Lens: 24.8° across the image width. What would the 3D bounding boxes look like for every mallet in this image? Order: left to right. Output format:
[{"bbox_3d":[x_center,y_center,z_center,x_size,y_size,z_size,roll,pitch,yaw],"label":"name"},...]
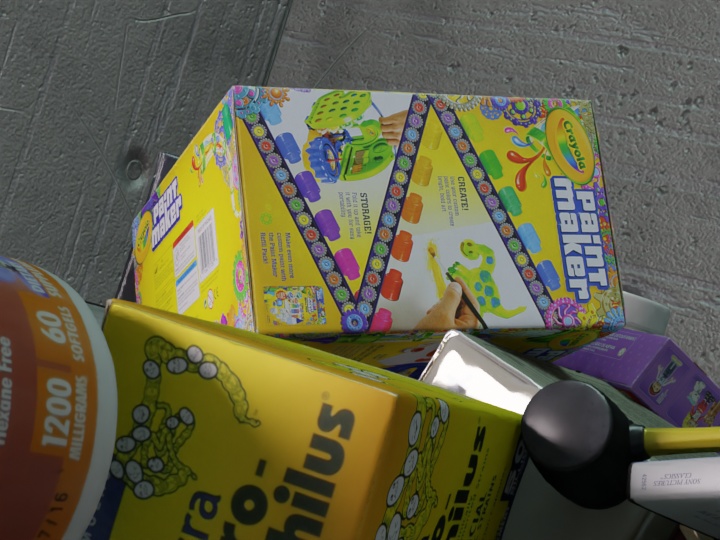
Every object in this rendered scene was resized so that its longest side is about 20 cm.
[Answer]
[{"bbox_3d":[0.158,0.061,0.624,0.200,0.041,0.066,-8,-25,27],"label":"mallet"}]

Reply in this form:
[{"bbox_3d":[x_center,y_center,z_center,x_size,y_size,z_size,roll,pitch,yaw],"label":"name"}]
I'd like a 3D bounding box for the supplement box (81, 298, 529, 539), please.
[{"bbox_3d":[-0.019,0.086,0.607,0.109,0.109,0.200,16,-2,21],"label":"supplement box"}]

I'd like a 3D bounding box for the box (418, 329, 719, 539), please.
[{"bbox_3d":[0.104,0.118,0.796,0.128,0.109,0.200,34,7,30],"label":"box"}]

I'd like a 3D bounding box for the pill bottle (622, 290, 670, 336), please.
[{"bbox_3d":[0.156,0.111,1.186,0.112,0.200,0.112,17,-1,0],"label":"pill bottle"}]

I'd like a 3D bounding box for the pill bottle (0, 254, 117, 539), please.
[{"bbox_3d":[-0.172,0.032,0.442,0.112,0.112,0.200,16,-2,40],"label":"pill bottle"}]

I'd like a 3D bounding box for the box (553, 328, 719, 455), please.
[{"bbox_3d":[0.203,0.109,0.975,0.200,0.039,0.137,43,-10,-17],"label":"box"}]

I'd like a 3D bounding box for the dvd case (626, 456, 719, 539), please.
[{"bbox_3d":[0.218,0.088,0.591,0.200,0.018,0.143,-10,-27,40],"label":"dvd case"}]

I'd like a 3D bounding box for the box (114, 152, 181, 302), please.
[{"bbox_3d":[-0.077,0.041,1.166,0.200,0.197,0.124,18,-2,-6],"label":"box"}]

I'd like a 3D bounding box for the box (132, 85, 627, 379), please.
[{"bbox_3d":[0.000,0.000,0.854,0.193,0.122,0.200,0,-17,-22],"label":"box"}]

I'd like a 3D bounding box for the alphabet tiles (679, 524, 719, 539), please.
[{"bbox_3d":[0.208,0.159,0.698,0.200,0.008,0.167,19,36,-48],"label":"alphabet tiles"}]
